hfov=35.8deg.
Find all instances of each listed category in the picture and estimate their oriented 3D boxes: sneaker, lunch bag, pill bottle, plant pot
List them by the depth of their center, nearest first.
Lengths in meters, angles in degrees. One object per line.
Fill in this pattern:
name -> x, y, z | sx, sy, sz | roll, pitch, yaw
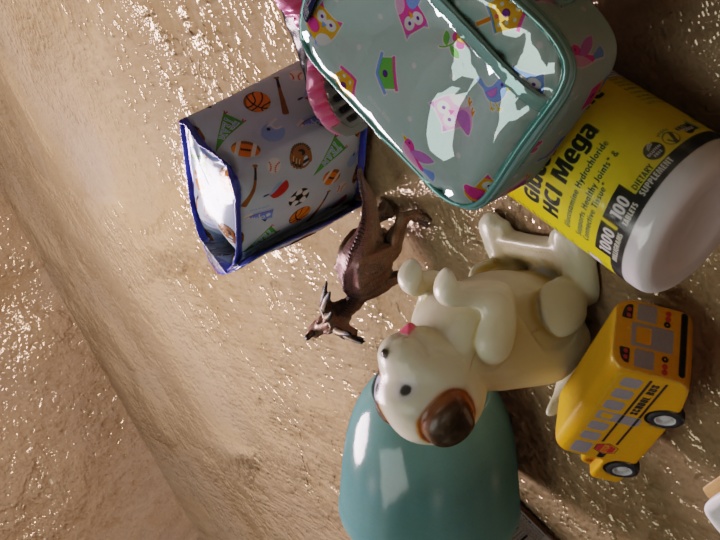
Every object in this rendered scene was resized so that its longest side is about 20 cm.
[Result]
lunch bag -> 0.053, -0.152, 0.697 | 0.200, 0.077, 0.161 | 48, 140, 14
pill bottle -> 0.155, -0.083, 0.771 | 0.200, 0.112, 0.113 | 40, 151, 32
sneaker -> -0.037, -0.224, 1.034 | 0.095, 0.079, 0.201 | -122, 11, -63
lunch bag -> -0.085, -0.091, 1.150 | 0.124, 0.169, 0.200 | 50, 155, 25
plant pot -> 0.072, 0.187, 1.176 | 0.200, 0.200, 0.162 | 32, 136, 43

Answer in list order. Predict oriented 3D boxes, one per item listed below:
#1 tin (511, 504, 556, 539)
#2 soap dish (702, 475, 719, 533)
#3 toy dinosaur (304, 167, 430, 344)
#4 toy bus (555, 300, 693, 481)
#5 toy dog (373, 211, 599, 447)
tin -> 0.146, 0.305, 1.273 | 0.200, 0.112, 0.042 | 43, 153, 26
soap dish -> 0.344, 0.172, 0.770 | 0.158, 0.081, 0.200 | 49, 155, 16
toy dinosaur -> 0.000, 0.000, 1.140 | 0.086, 0.135, 0.201 | 39, 150, 33
toy bus -> 0.214, 0.105, 0.912 | 0.078, 0.065, 0.200 | 12, 148, 0
toy dog -> 0.095, 0.066, 0.962 | 0.139, 0.199, 0.195 | 25, 141, 50
